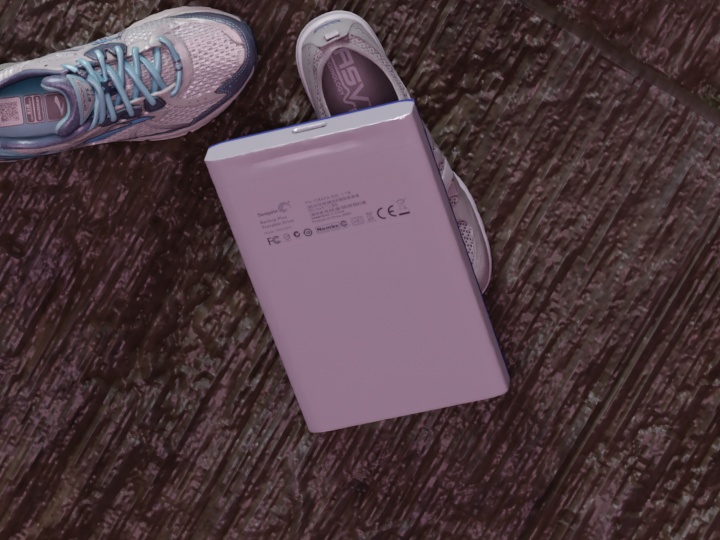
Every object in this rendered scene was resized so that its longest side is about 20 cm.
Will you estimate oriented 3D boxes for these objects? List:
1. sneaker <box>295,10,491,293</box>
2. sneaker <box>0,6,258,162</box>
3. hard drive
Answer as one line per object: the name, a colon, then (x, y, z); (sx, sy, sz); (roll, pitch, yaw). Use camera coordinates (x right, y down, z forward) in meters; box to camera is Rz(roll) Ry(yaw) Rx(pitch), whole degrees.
sneaker: (0.014, -0.062, 1.753); (0.075, 0.082, 0.201); (-30, 95, 4)
sneaker: (-0.158, -0.105, 1.749); (0.199, 0.086, 0.078); (-18, 97, 3)
hard drive: (0.000, 0.000, 1.742); (0.131, 0.025, 0.201); (-12, 119, 15)
